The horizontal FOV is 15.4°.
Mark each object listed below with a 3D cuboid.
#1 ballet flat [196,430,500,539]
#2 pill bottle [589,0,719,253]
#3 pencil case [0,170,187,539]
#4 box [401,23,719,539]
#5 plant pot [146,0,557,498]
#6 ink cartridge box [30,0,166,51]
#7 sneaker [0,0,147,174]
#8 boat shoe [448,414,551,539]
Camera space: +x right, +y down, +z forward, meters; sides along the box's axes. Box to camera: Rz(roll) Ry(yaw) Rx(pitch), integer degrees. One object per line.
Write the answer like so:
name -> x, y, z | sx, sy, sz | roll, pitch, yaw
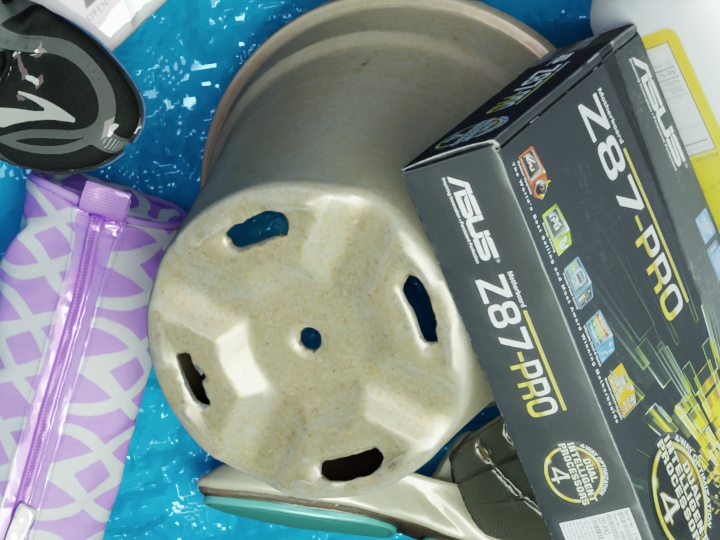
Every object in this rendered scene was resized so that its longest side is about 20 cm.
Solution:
ballet flat -> 0.026, 0.101, 1.235 | 0.200, 0.069, 0.069 | 15, 98, -8
pill bottle -> 0.166, -0.089, 1.144 | 0.112, 0.112, 0.200 | -25, 98, 0
pencil case -> -0.138, 0.053, 1.198 | 0.084, 0.085, 0.200 | 16, 97, 6
box -> 0.100, 0.019, 1.064 | 0.049, 0.161, 0.200 | -17, 102, 29
plant pot -> 0.000, 0.000, 1.118 | 0.200, 0.183, 0.200 | 5, 110, 15
ink cartridge box -> -0.172, -0.176, 1.176 | 0.163, 0.057, 0.200 | -42, 104, 4
sneaker -> -0.182, -0.103, 1.125 | 0.200, 0.083, 0.071 | 35, 95, -6
boat shoe -> 0.139, 0.065, 1.193 | 0.200, 0.074, 0.076 | -20, 100, 7
